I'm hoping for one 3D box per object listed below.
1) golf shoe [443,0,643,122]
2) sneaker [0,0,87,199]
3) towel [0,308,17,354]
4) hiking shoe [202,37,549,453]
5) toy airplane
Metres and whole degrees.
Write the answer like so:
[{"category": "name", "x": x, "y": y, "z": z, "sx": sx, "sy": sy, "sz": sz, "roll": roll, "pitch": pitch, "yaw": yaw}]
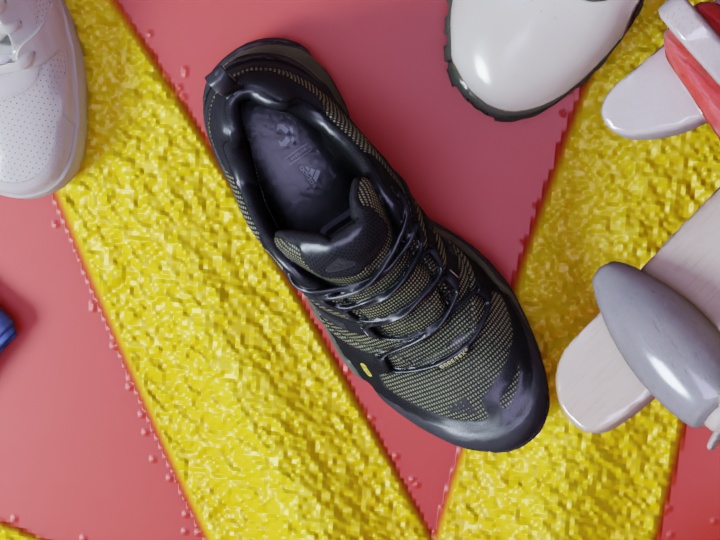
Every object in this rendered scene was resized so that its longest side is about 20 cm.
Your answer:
[{"category": "golf shoe", "x": 0.094, "y": -0.144, "z": 0.811, "sx": 0.077, "sy": 0.088, "sz": 0.200, "roll": 33, "pitch": 104, "yaw": -3}, {"category": "sneaker", "x": -0.163, "y": -0.117, "z": 0.831, "sx": 0.074, "sy": 0.116, "sz": 0.200, "roll": -12, "pitch": 101, "yaw": 7}, {"category": "towel", "x": -0.263, "y": 0.014, "z": 0.914, "sx": 0.200, "sy": 0.024, "sz": 0.145, "roll": 40, "pitch": 102, "yaw": -2}, {"category": "hiking shoe", "x": 0.000, "y": 0.000, "z": 0.842, "sx": 0.076, "sy": 0.101, "sz": 0.200, "roll": -39, "pitch": 95, "yaw": 13}, {"category": "toy airplane", "x": 0.179, "y": -0.026, "z": 0.789, "sx": 0.199, "sy": 0.141, "sz": 0.200, "roll": 5, "pitch": 102, "yaw": 6}]
